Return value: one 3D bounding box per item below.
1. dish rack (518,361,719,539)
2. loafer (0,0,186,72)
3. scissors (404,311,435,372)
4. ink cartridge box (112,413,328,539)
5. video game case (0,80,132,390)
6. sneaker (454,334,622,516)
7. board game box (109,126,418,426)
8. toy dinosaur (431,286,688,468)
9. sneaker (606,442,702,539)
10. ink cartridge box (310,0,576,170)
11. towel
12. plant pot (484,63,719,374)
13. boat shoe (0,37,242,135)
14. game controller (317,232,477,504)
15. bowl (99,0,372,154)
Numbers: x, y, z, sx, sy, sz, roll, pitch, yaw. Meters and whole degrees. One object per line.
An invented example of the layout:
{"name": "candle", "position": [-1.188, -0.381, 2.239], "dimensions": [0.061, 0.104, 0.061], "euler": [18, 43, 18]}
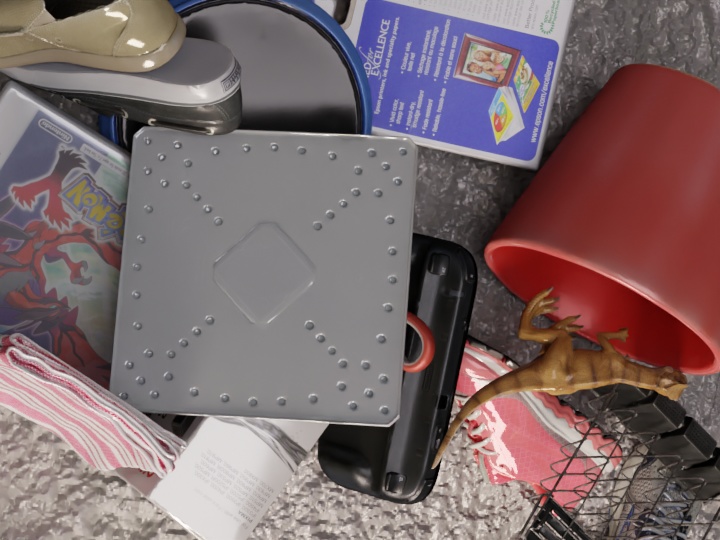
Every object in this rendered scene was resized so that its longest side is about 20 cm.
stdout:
{"name": "dish rack", "position": [0.195, 0.178, 1.774], "dimensions": [0.153, 0.055, 0.200], "euler": [44, 60, -17]}
{"name": "loafer", "position": [-0.216, -0.182, 1.616], "dimensions": [0.200, 0.076, 0.068], "euler": [4, 136, 18]}
{"name": "scissors", "position": [0.000, 0.000, 1.761], "dimensions": [0.014, 0.073, 0.200], "euler": [3, 59, -50]}
{"name": "ink cartridge box", "position": [-0.084, 0.093, 1.703], "dimensions": [0.083, 0.147, 0.200], "euler": [38, 82, -19]}
{"name": "video game case", "position": [-0.213, -0.008, 1.684], "dimensions": [0.200, 0.023, 0.182], "euler": [32, 99, -16]}
{"name": "sneaker", "position": [0.110, 0.118, 1.814], "dimensions": [0.200, 0.074, 0.087], "euler": [37, 87, -19]}
{"name": "board game box", "position": [-0.065, 0.004, 1.626], "dimensions": [0.200, 0.026, 0.200], "euler": [3, 79, 7]}
{"name": "toy dinosaur", "position": [0.140, 0.072, 1.738], "dimensions": [0.200, 0.106, 0.060], "euler": [-9, 137, -3]}
{"name": "sneaker", "position": [0.232, 0.218, 1.863], "dimensions": [0.077, 0.085, 0.200], "euler": [28, 87, -20]}
{"name": "ink cartridge box", "position": [0.058, -0.192, 1.768], "dimensions": [0.200, 0.047, 0.198], "euler": [12, 94, -9]}
{"name": "towel", "position": [-0.212, 0.095, 1.633], "dimensions": [0.146, 0.200, 0.030], "euler": [36, 72, -17]}
{"name": "plant pot", "position": [0.218, -0.045, 1.778], "dimensions": [0.200, 0.200, 0.178], "euler": [32, 77, -20]}
{"name": "boat shoe", "position": [-0.172, -0.133, 1.647], "dimensions": [0.069, 0.200, 0.057], "euler": [-57, 150, -38]}
{"name": "game controller", "position": [0.025, 0.071, 1.770], "dimensions": [0.042, 0.104, 0.200], "euler": [8, 95, -51]}
{"name": "bowl", "position": [-0.089, -0.109, 1.713], "dimensions": [0.200, 0.039, 0.201], "euler": [-1, 101, -7]}
